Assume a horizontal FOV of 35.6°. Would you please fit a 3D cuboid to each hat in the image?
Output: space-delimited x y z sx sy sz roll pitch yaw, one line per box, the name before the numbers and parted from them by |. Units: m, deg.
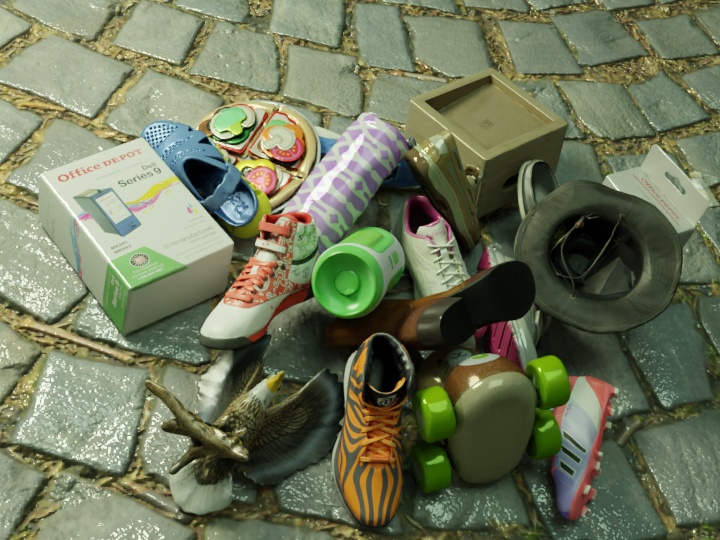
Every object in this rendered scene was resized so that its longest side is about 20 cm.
hat | 0.284 -0.005 1.362 0.198 0.081 0.203 -2 71 5

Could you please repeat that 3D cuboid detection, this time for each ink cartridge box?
ink cartridge box | 0.344 -0.047 1.428 0.067 0.201 0.116 -16 55 -32
ink cartridge box | -0.264 -0.044 1.305 0.144 0.088 0.200 -25 58 -33

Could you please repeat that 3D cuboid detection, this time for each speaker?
speaker | 0.000 0.000 1.293 0.088 0.089 0.200 25 12 5

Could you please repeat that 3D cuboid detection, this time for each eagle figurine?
eagle figurine | -0.115 0.151 1.172 0.200 0.149 0.154 -25 100 -69

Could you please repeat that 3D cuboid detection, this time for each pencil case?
pencil case | -0.021 -0.100 1.375 0.084 0.086 0.200 34 78 26

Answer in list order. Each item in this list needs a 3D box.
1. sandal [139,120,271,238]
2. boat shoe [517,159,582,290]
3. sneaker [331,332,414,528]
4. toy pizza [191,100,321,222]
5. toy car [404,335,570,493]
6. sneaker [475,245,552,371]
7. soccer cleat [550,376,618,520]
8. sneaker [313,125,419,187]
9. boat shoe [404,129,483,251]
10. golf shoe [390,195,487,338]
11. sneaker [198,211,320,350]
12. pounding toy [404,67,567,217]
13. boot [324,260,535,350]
sandal | -0.194 -0.122 1.350 0.199 0.087 0.080 35 89 22
boat shoe | 0.257 -0.052 1.443 0.071 0.067 0.202 -6 77 -32
sneaker | 0.014 0.160 1.163 0.077 0.112 0.202 0 71 -9
toy pizza | -0.149 -0.146 1.423 0.197 0.032 0.202 -5 55 7
toy car | 0.112 0.120 1.250 0.162 0.159 0.201 -13 42 -15
sneaker | 0.199 0.053 1.374 0.087 0.082 0.202 5 48 -11
soccer cleat | 0.241 0.199 1.275 0.076 0.067 0.201 12 44 17
sneaker | 0.003 -0.124 1.469 0.197 0.077 0.112 13 42 -3
boat shoe | 0.125 -0.099 1.408 0.076 0.200 0.072 -39 54 -4
golf shoe | 0.095 -0.006 1.381 0.075 0.092 0.201 -21 58 -19
sneaker | -0.112 0.003 1.238 0.067 0.109 0.201 14 29 30
pounding toy | 0.190 -0.161 1.548 0.199 0.143 0.184 -25 52 -30
boot | 0.083 0.047 1.296 0.188 0.199 0.069 -35 107 -36
